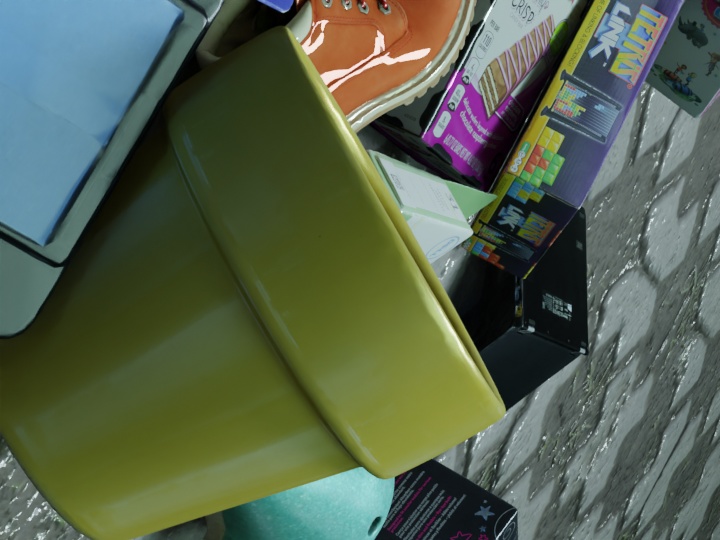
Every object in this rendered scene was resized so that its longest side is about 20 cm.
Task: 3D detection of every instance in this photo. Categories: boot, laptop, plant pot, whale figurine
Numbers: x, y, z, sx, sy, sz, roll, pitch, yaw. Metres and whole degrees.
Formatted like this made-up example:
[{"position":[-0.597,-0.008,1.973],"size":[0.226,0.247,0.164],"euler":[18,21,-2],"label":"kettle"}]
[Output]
[{"position":[-0.009,-0.131,0.812],"size":[0.200,0.075,0.107],"euler":[-47,146,-27],"label":"boot"},{"position":[0.106,0.033,1.260],"size":[0.187,0.116,0.201],"euler":[22,67,-65],"label":"laptop"},{"position":[-0.063,0.023,0.699],"size":[0.189,0.201,0.201],"euler":[-30,152,3],"label":"plant pot"},{"position":[-0.042,0.129,0.954],"size":[0.159,0.104,0.200],"euler":[-59,161,-5],"label":"whale figurine"}]

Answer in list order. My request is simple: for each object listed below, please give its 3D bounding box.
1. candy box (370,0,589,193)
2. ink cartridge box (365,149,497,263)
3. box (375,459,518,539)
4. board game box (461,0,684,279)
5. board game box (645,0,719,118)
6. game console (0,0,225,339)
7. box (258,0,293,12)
[{"position":[0.083,-0.161,0.963],"size":[0.200,0.061,0.136],"euler":[-63,156,0],"label":"candy box"},{"position":[0.000,0.000,0.910],"size":[0.145,0.048,0.200],"euler":[-36,160,19],"label":"ink cartridge box"},{"position":[0.023,0.259,1.205],"size":[0.200,0.115,0.132],"euler":[-48,153,-25],"label":"box"},{"position":[0.148,-0.109,1.056],"size":[0.200,0.057,0.165],"euler":[-62,179,-16],"label":"board game box"},{"position":[0.304,-0.224,1.158],"size":[0.148,0.064,0.200],"euler":[-46,169,-30],"label":"board game box"},{"position":[-0.130,-0.082,0.558],"size":[0.172,0.119,0.200],"euler":[33,85,-31],"label":"game console"},{"position":[-0.033,-0.210,0.622],"size":[0.119,0.041,0.201],"euler":[9,77,-64],"label":"box"}]
